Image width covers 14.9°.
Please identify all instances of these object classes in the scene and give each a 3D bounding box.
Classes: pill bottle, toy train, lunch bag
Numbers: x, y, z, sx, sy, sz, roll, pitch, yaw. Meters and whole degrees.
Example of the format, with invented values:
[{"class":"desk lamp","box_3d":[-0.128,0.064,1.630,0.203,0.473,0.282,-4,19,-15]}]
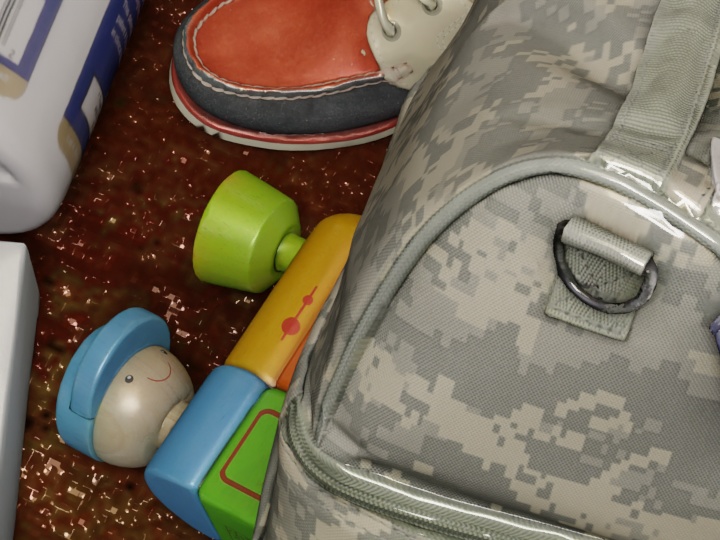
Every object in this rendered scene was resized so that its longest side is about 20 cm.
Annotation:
[{"class":"pill bottle","box_3d":[-0.115,-0.123,0.890,0.110,0.111,0.201,18,69,6]},{"class":"toy train","box_3d":[0.000,0.000,0.866,0.115,0.085,0.201,25,70,23]},{"class":"lunch bag","box_3d":[0.064,-0.005,0.691,0.139,0.168,0.200,17,39,6]}]

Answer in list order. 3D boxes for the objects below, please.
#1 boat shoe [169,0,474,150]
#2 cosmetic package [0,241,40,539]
[{"class":"boat shoe","box_3d":[0.032,-0.093,0.907,0.199,0.063,0.072,-13,71,-5]},{"class":"cosmetic package","box_3d":[-0.206,0.062,0.848,0.199,0.052,0.152,3,67,0]}]
